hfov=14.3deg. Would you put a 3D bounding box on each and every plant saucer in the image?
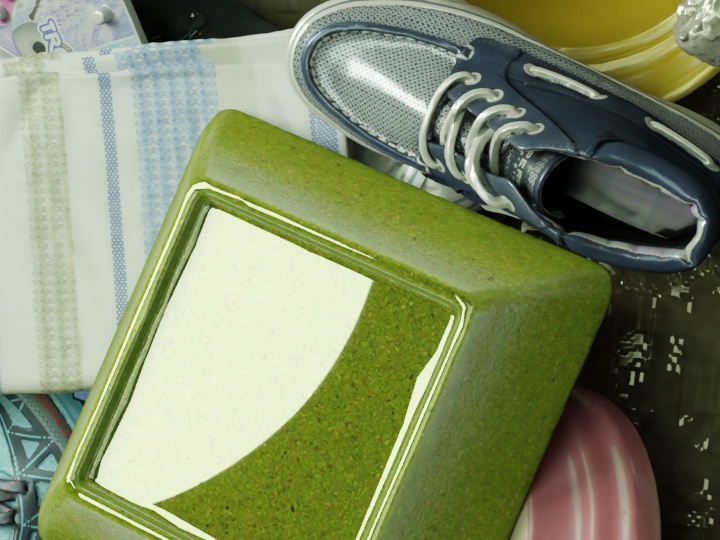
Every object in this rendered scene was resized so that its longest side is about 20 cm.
[{"bbox_3d":[0.041,0.135,1.172,0.201,0.051,0.201,-41,37,41],"label":"plant saucer"},{"bbox_3d":[-0.028,0.054,1.138,0.200,0.048,0.200,24,92,28],"label":"plant saucer"}]

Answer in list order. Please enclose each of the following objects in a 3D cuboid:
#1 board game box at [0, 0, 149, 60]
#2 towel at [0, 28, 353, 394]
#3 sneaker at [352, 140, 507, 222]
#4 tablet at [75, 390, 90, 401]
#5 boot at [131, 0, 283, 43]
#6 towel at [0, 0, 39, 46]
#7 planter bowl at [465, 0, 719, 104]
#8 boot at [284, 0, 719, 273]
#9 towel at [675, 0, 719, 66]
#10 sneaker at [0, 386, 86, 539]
[{"bbox_3d":[-0.178,-0.074,1.291,0.200,0.026,0.200,-13,106,34],"label":"board game box"},{"bbox_3d":[-0.098,-0.023,1.217,0.200,0.024,0.147,-5,89,3],"label":"towel"},{"bbox_3d":[0.000,0.000,1.251,0.200,0.075,0.087,-44,74,17],"label":"sneaker"},{"bbox_3d":[-0.167,-0.006,1.293,0.200,0.014,0.130,20,121,19],"label":"tablet"},{"bbox_3d":[-0.116,-0.069,1.320,0.200,0.066,0.165,35,104,19],"label":"boot"},{"bbox_3d":[-0.170,-0.209,1.307,0.133,0.034,0.200,17,89,24],"label":"towel"},{"bbox_3d":[0.089,-0.164,1.198,0.200,0.083,0.200,4,104,15],"label":"planter bowl"},{"bbox_3d":[0.056,-0.057,1.139,0.200,0.090,0.073,18,106,11],"label":"boot"},{"bbox_3d":[0.215,-0.153,1.121,0.200,0.133,0.034,-63,26,9],"label":"towel"},{"bbox_3d":[-0.151,0.130,1.244,0.079,0.096,0.200,-4,105,39],"label":"sneaker"}]
